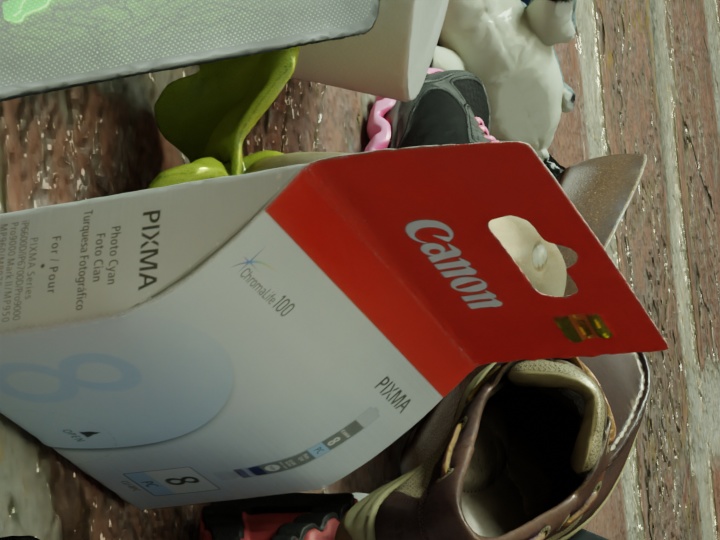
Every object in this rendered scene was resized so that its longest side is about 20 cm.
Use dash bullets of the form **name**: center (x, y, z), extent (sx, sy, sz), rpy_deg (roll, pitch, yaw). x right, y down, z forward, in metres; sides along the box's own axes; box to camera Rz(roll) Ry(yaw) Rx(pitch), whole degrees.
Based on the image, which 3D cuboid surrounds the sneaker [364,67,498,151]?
- **sneaker**: center (0.045, -0.036, 1.098), extent (0.200, 0.095, 0.079), rpy_deg (-65, 141, -55)

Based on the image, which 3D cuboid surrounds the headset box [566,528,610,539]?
- **headset box**: center (0.056, 0.216, 0.925), extent (0.174, 0.093, 0.200), rpy_deg (-43, 139, -37)

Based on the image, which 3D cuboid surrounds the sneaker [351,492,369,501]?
- **sneaker**: center (0.016, 0.191, 1.000), extent (0.089, 0.075, 0.200), rpy_deg (-48, 131, -48)

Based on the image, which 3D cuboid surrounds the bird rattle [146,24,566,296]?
- **bird rattle**: center (0.000, 0.000, 0.897), extent (0.200, 0.163, 0.113), rpy_deg (48, 58, -44)

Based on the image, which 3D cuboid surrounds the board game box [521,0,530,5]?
- **board game box**: center (0.078, -0.277, 1.271), extent (0.200, 0.062, 0.200), rpy_deg (57, 30, -33)

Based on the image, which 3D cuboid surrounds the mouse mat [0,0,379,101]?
- **mouse mat**: center (-0.076, -0.146, 0.798), extent (0.200, 0.008, 0.161), rpy_deg (-16, 94, -43)

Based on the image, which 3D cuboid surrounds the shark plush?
- **shark plush**: center (0.081, -0.108, 1.260), extent (0.200, 0.091, 0.083), rpy_deg (50, 7, -47)

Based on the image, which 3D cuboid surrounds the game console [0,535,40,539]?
- **game console**: center (-0.076, 0.187, 0.680), extent (0.176, 0.116, 0.201), rpy_deg (-22, 105, -68)

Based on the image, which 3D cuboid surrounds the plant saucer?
- **plant saucer**: center (0.069, 0.027, 1.097), extent (0.201, 0.032, 0.200), rpy_deg (-61, 179, -2)

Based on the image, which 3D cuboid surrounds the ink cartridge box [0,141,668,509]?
- **ink cartridge box**: center (-0.017, 0.024, 0.762), extent (0.160, 0.199, 0.047), rpy_deg (48, 40, -57)

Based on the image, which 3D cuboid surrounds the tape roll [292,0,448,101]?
- **tape roll**: center (0.008, -0.171, 0.968), extent (0.202, 0.071, 0.203), rpy_deg (12, 90, -86)

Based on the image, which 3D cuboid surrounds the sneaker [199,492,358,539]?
- **sneaker**: center (-0.038, 0.139, 0.848), extent (0.200, 0.074, 0.087), rpy_deg (-31, 117, -72)

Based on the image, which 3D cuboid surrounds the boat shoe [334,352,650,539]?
- **boat shoe**: center (0.068, 0.064, 0.890), extent (0.072, 0.072, 0.200), rpy_deg (52, 38, 5)
